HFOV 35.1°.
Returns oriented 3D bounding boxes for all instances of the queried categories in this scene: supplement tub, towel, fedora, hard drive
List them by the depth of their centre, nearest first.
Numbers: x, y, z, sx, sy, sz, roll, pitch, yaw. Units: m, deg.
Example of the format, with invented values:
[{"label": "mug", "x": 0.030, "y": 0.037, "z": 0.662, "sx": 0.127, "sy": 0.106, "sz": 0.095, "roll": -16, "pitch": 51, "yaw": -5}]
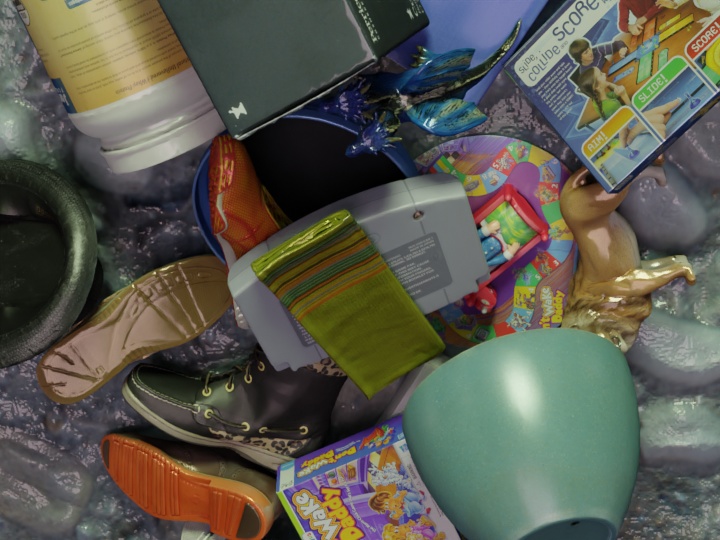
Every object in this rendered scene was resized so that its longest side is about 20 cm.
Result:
[{"label": "supplement tub", "x": -0.181, "y": -0.193, "z": 0.875, "sx": 0.143, "sy": 0.145, "sz": 0.202, "roll": -18, "pitch": 111, "yaw": 15}, {"label": "hard drive", "x": 0.089, "y": -0.242, "z": 0.884, "sx": 0.131, "sy": 0.025, "sz": 0.201, "roll": 31, "pitch": 114, "yaw": -7}, {"label": "towel", "x": -0.003, "y": 0.033, "z": 0.900, "sx": 0.085, "sy": 0.018, "sz": 0.200, "roll": -29, "pitch": 137, "yaw": 8}, {"label": "fedora", "x": -0.298, "y": 0.002, "z": 0.992, "sx": 0.198, "sy": 0.092, "sz": 0.204, "roll": -6, "pitch": 72, "yaw": 20}]

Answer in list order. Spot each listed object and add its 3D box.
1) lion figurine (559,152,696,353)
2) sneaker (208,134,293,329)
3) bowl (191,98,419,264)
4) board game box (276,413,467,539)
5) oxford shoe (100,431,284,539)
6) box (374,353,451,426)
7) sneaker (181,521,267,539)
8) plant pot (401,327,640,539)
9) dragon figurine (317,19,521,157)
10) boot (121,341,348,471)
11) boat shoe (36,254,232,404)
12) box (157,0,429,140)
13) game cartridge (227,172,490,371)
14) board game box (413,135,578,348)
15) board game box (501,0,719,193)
[{"label": "lion figurine", "x": 0.206, "y": -0.023, "z": 0.948, "sx": 0.121, "sy": 0.073, "sz": 0.203, "roll": -16, "pitch": 105, "yaw": 13}, {"label": "sneaker", "x": -0.080, "y": -0.034, "z": 0.915, "sx": 0.076, "sy": 0.074, "sz": 0.201, "roll": -10, "pitch": 139, "yaw": 0}, {"label": "bowl", "x": -0.040, "y": -0.055, "z": 0.950, "sx": 0.197, "sy": 0.040, "sz": 0.203, "roll": 7, "pitch": 132, "yaw": 7}, {"label": "board game box", "x": 0.024, "y": 0.247, "z": 1.054, "sx": 0.133, "sy": 0.045, "sz": 0.202, "roll": -23, "pitch": 111, "yaw": 8}, {"label": "oxford shoe", "x": -0.160, "y": 0.199, "z": 1.097, "sx": 0.198, "sy": 0.073, "sz": 0.072, "roll": 20, "pitch": 118, "yaw": 20}, {"label": "box", "x": 0.074, "y": 0.186, "z": 1.074, "sx": 0.143, "sy": 0.036, "sz": 0.201, "roll": 28, "pitch": 116, "yaw": -6}, {"label": "sneaker", "x": -0.081, "y": 0.312, "z": 1.104, "sx": 0.081, "sy": 0.199, "sz": 0.116, "roll": -45, "pitch": 149, "yaw": -12}, {"label": "plant pot", "x": 0.143, "y": 0.163, "z": 0.920, "sx": 0.197, "sy": 0.136, "sz": 0.202, "roll": -8, "pitch": 141, "yaw": -7}, {"label": "dragon figurine", "x": 0.055, "y": -0.131, "z": 0.832, "sx": 0.197, "sy": 0.099, "sz": 0.060, "roll": -19, "pitch": 108, "yaw": -18}, {"label": "boot", "x": -0.103, "y": 0.092, "z": 1.034, "sx": 0.198, "sy": 0.073, "sz": 0.152, "roll": 24, "pitch": 116, "yaw": -8}, {"label": "boat shoe", "x": -0.202, "y": 0.043, "z": 1.028, "sx": 0.198, "sy": 0.069, "sz": 0.074, "roll": -29, "pitch": 106, "yaw": -4}, {"label": "box", "x": -0.060, "y": -0.224, "z": 0.800, "sx": 0.123, "sy": 0.197, "sz": 0.202, "roll": -24, "pitch": 102, "yaw": 22}, {"label": "game cartridge", "x": 0.000, "y": 0.000, "z": 0.907, "sx": 0.198, "sy": 0.041, "sz": 0.134, "roll": -23, "pitch": 141, "yaw": 0}, {"label": "board game box", "x": 0.110, "y": -0.013, "z": 0.976, "sx": 0.155, "sy": 0.039, "sz": 0.203, "roll": 3, "pitch": 115, "yaw": 6}, {"label": "board game box", "x": 0.222, "y": -0.175, "z": 0.859, "sx": 0.200, "sy": 0.034, "sz": 0.136, "roll": -44, "pitch": 74, "yaw": 23}]
